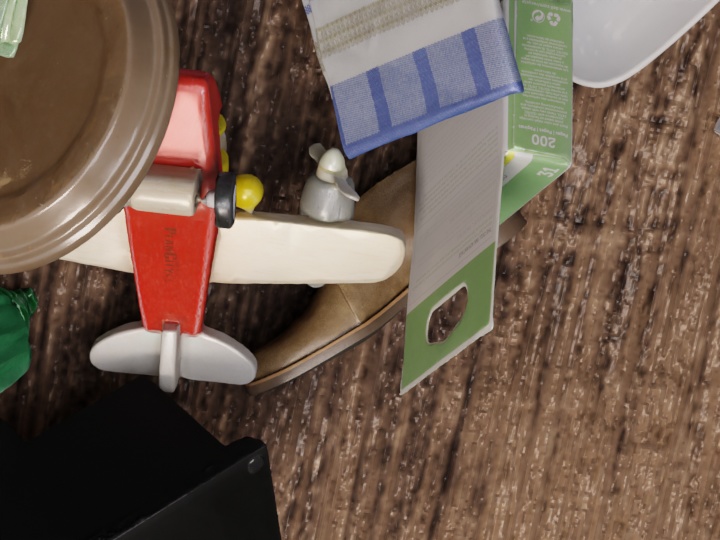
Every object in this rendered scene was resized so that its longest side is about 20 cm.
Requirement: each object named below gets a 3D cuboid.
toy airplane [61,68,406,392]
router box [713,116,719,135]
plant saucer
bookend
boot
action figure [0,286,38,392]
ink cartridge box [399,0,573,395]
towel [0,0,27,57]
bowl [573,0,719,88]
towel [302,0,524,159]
[{"bbox_3d":[-0.102,-0.029,1.341,0.199,0.141,0.200,-30,128,33],"label":"toy airplane"},{"bbox_3d":[0.332,-0.048,1.403,0.179,0.200,0.049,25,98,-21],"label":"router box"},{"bbox_3d":[-0.187,-0.097,1.263,0.200,0.200,0.029,-55,145,5],"label":"plant saucer"},{"bbox_3d":[-0.186,0.130,1.336,0.198,0.200,0.092,-31,137,-26],"label":"bookend"},{"bbox_3d":[0.000,0.000,1.407,0.200,0.074,0.076,-37,96,-10],"label":"boot"},{"bbox_3d":[-0.245,0.051,1.302,0.055,0.200,0.118,-29,92,37],"label":"action figure"},{"bbox_3d":[0.071,-0.040,1.312,0.048,0.146,0.201,8,70,-17],"label":"ink cartridge box"},{"bbox_3d":[-0.215,-0.233,1.256,0.152,0.023,0.201,25,102,24],"label":"towel"},{"bbox_3d":[0.135,-0.227,1.345,0.200,0.075,0.200,36,107,-29],"label":"bowl"},{"bbox_3d":[0.017,-0.175,1.291,0.024,0.147,0.201,-10,83,-44],"label":"towel"}]
